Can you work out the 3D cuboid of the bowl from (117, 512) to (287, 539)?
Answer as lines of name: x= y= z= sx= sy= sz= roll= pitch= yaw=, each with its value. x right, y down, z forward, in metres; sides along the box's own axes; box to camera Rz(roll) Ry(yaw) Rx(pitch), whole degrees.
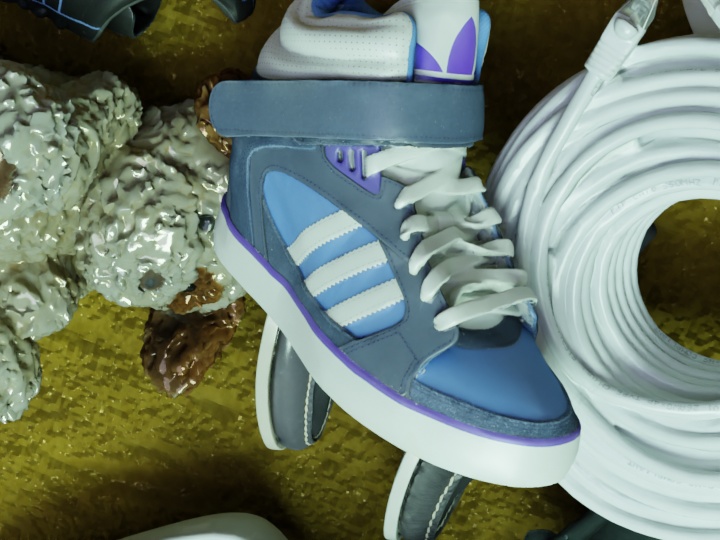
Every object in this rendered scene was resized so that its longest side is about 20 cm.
bowl: x=-0.088 y=0.220 z=0.871 sx=0.200 sy=0.075 sz=0.200 roll=-21 pitch=105 yaw=20

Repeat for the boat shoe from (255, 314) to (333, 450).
boat shoe: x=0.000 y=0.000 z=0.765 sx=0.063 sy=0.073 sz=0.200 roll=18 pitch=110 yaw=10

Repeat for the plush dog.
plush dog: x=-0.115 y=-0.031 z=0.763 sx=0.172 sy=0.161 sz=0.200 roll=12 pitch=132 yaw=-10

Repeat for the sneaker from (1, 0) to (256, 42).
sneaker: x=-0.141 y=-0.140 z=0.745 sx=0.200 sy=0.070 sz=0.078 roll=-2 pitch=109 yaw=18

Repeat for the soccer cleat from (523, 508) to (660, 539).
soccer cleat: x=0.101 y=0.165 z=0.753 sx=0.081 sy=0.200 sz=0.068 roll=17 pitch=147 yaw=19

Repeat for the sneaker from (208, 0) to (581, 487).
sneaker: x=0.025 y=-0.029 z=0.631 sx=0.200 sy=0.081 sz=0.147 roll=41 pitch=122 yaw=35

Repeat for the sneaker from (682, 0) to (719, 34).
sneaker: x=0.227 y=-0.057 z=0.685 sx=0.115 sy=0.074 sz=0.200 roll=-26 pitch=102 yaw=25

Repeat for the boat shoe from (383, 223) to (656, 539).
boat shoe: x=0.071 y=0.050 z=0.770 sx=0.060 sy=0.074 sz=0.200 roll=27 pitch=107 yaw=8

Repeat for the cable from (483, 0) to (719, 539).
cable: x=0.139 y=0.006 z=0.663 sx=0.200 sy=0.069 sz=0.200 roll=45 pitch=116 yaw=7
